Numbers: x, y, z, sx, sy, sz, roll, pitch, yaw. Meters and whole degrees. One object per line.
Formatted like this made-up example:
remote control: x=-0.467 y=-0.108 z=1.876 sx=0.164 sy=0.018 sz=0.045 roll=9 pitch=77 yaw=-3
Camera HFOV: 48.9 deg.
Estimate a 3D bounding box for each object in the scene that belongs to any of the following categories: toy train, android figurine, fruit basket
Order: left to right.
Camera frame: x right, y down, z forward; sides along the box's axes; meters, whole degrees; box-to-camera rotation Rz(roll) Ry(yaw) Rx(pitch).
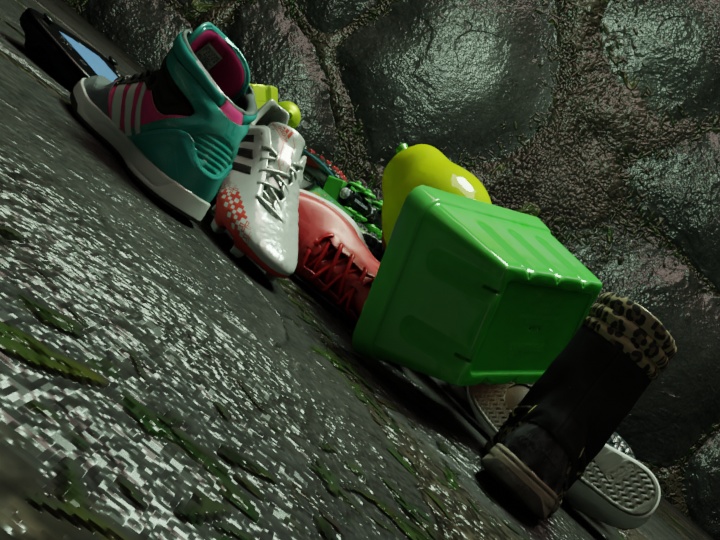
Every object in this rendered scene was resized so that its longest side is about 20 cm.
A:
android figurine: x=-0.151 y=-0.164 z=0.812 sx=0.177 sy=0.042 sz=0.200 roll=-2 pitch=8 yaw=-17
toy train: x=0.010 y=-0.070 z=0.995 sx=0.055 sy=0.043 sz=0.199 roll=22 pitch=-4 yaw=27
fruit basket: x=0.073 y=-0.006 z=0.653 sx=0.211 sy=0.159 sz=0.216 roll=21 pitch=13 yaw=-5

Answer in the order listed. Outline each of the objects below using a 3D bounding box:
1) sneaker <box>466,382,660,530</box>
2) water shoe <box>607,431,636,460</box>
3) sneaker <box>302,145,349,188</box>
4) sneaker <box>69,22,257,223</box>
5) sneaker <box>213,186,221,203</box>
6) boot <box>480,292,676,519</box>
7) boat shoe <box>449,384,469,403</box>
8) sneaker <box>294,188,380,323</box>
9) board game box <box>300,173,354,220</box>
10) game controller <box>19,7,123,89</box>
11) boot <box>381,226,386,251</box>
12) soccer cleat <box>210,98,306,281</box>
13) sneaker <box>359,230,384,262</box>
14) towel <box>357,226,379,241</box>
sneaker: x=0.177 y=0.171 z=0.738 sx=0.199 sy=0.073 sz=0.085 roll=39 pitch=-21 yaw=27
water shoe: x=0.185 y=0.162 z=0.813 sx=0.200 sy=0.080 sz=0.071 roll=43 pitch=44 yaw=17
sneaker: x=-0.105 y=-0.120 z=1.049 sx=0.196 sy=0.098 sz=0.079 roll=23 pitch=-1 yaw=24
sneaker: x=-0.146 y=-0.136 z=0.607 sx=0.199 sy=0.122 sz=0.083 roll=41 pitch=4 yaw=38
sneaker: x=-0.140 y=-0.114 z=0.810 sx=0.084 sy=0.077 sz=0.200 roll=41 pitch=1 yaw=-25
boot: x=0.158 y=0.098 z=0.584 sx=0.073 sy=0.152 sz=0.200 roll=38 pitch=2 yaw=19
boat shoe: x=0.142 y=0.118 z=0.911 sx=0.067 sy=0.077 sz=0.198 roll=-12 pitch=-8 yaw=31
sneaker: x=-0.008 y=0.002 z=0.708 sx=0.198 sy=0.079 sz=0.116 roll=37 pitch=2 yaw=-17
board game box: x=-0.092 y=-0.082 z=0.897 sx=0.102 sy=0.024 sz=0.200 roll=-4 pitch=25 yaw=-24
game controller: x=-0.279 y=-0.208 z=0.829 sx=0.104 sy=0.042 sz=0.200 roll=39 pitch=4 yaw=2
boot: x=0.103 y=0.000 z=0.771 sx=0.152 sy=0.073 sz=0.204 roll=15 pitch=-53 yaw=38
soccer cleat: x=-0.076 y=-0.072 z=0.638 sx=0.068 sy=0.085 sz=0.202 roll=36 pitch=18 yaw=-32
sneaker: x=0.000 y=0.000 z=0.845 sx=0.085 sy=0.080 sz=0.197 roll=14 pitch=1 yaw=44
towel: x=-0.007 y=-0.044 z=1.065 sx=0.147 sy=0.031 sz=0.200 roll=32 pitch=3 yaw=-20
